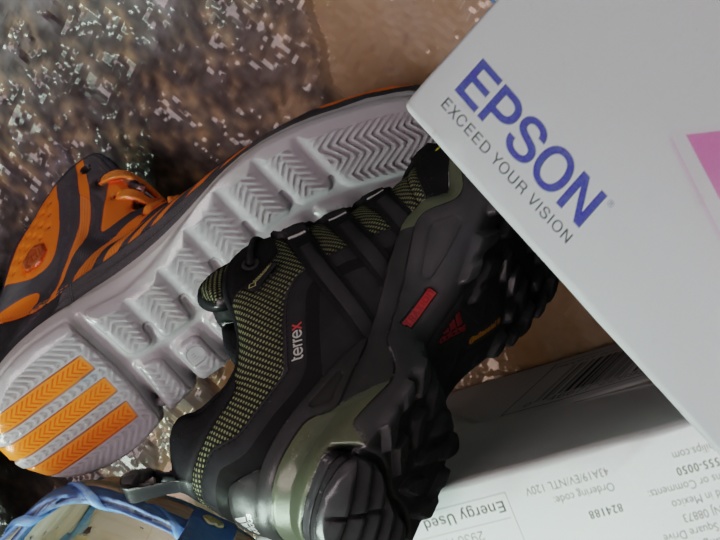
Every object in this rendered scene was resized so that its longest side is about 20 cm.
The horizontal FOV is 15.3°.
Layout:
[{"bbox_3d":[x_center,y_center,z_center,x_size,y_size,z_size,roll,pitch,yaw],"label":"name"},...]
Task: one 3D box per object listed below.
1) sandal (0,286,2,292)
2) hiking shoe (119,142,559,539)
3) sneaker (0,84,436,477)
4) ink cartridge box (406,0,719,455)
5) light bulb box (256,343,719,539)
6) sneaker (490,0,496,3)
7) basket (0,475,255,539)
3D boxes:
[{"bbox_3d":[-0.190,0.082,1.104,0.076,0.043,0.200,35,114,6],"label":"sandal"},{"bbox_3d":[0.000,0.000,0.854,0.101,0.200,0.076,13,141,24],"label":"hiking shoe"},{"bbox_3d":[-0.057,-0.019,0.952,0.200,0.112,0.078,-31,122,5],"label":"sneaker"},{"bbox_3d":[0.141,-0.048,0.734,0.196,0.043,0.200,48,111,20],"label":"ink cartridge box"},{"bbox_3d":[0.106,0.132,0.883,0.198,0.125,0.200,-18,100,34],"label":"light bulb box"},{"bbox_3d":[0.047,-0.126,0.844,0.200,0.077,0.076,22,121,24],"label":"sneaker"},{"bbox_3d":[-0.085,0.158,0.923,0.139,0.200,0.176,28,102,3],"label":"basket"}]
